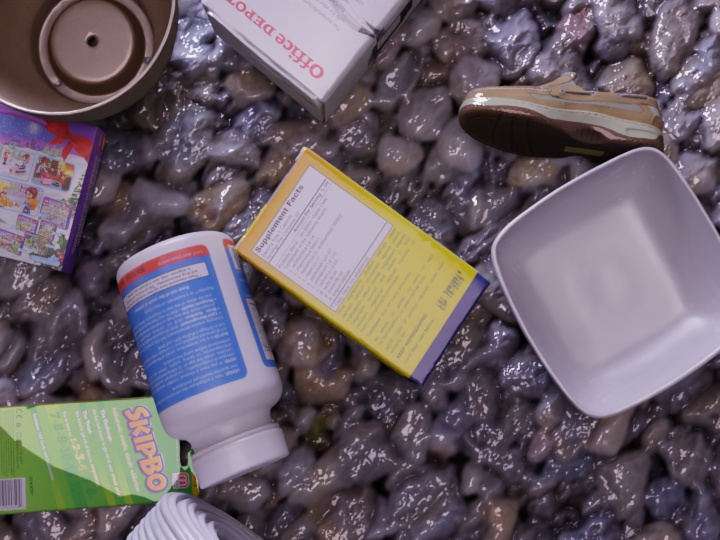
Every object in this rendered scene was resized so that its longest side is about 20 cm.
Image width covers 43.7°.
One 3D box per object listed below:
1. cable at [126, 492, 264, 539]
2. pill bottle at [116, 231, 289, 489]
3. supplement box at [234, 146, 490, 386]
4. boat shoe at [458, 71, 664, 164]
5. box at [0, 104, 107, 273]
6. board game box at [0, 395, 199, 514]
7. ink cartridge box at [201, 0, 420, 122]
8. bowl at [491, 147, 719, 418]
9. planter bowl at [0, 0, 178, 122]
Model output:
[{"bbox_3d":[-0.102,0.263,0.736,0.199,0.200,0.070,36,83,24],"label":"cable"},{"bbox_3d":[-0.133,0.079,0.784,0.110,0.112,0.203,-19,78,-3],"label":"pill bottle"},{"bbox_3d":[0.000,0.000,0.807,0.199,0.110,0.110,36,85,1],"label":"supplement box"},{"bbox_3d":[0.190,-0.152,0.854,0.196,0.072,0.078,10,70,-8],"label":"boat shoe"},{"bbox_3d":[-0.350,-0.088,0.837,0.196,0.039,0.139,14,85,-1],"label":"box"},{"bbox_3d":[-0.247,0.168,0.825,0.196,0.030,0.098,-4,85,0],"label":"board game box"},{"bbox_3d":[-0.030,-0.265,0.840,0.145,0.083,0.201,38,86,1],"label":"ink cartridge box"},{"bbox_3d":[0.231,0.014,0.831,0.198,0.075,0.202,-30,87,-5],"label":"bowl"},{"bbox_3d":[-0.253,-0.222,0.804,0.196,0.135,0.205,0,85,-3],"label":"planter bowl"}]
